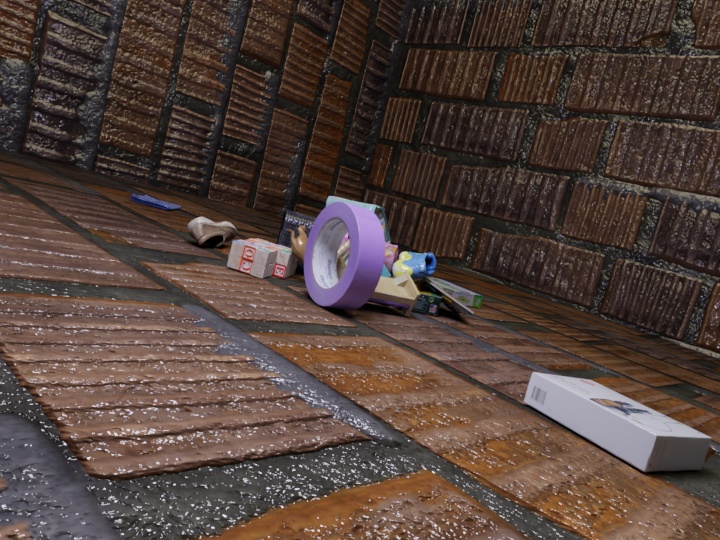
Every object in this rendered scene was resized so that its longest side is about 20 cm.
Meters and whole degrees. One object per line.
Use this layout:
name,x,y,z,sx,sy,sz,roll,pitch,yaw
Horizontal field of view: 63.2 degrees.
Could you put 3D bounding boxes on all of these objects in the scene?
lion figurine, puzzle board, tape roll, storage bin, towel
lion figurine,-0.110,-0.026,1.357,0.198,0.073,0.123,36,16,1
puzzle board,0.211,0.070,1.524,0.149,0.018,0.200,36,-3,-1
tape roll,-0.036,-0.028,1.154,0.064,0.207,0.198,11,8,-36
storage bin,-0.172,-0.079,1.548,0.091,0.140,0.200,14,6,-10
towel,-0.739,-0.249,2.122,0.140,0.025,0.200,16,6,-7

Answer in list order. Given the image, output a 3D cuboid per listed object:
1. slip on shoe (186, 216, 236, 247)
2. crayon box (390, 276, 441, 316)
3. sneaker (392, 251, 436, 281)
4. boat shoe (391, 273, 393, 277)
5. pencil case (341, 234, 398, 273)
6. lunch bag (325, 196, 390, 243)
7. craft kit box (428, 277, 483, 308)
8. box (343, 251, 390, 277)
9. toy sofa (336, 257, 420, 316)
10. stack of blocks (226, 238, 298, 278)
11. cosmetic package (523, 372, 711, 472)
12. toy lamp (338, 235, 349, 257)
slip on shoe,-0.373,-0.089,1.512,0.062,0.075,0.200,57,7,11
crayon box,0.103,0.055,1.495,0.124,0.052,0.199,12,7,-28
sneaker,0.145,-0.009,1.461,0.102,0.078,0.200,-12,11,16
boat shoe,0.121,0.031,1.719,0.065,0.074,0.198,40,-15,-28
pencil case,0.009,-0.057,1.653,0.194,0.090,0.087,17,6,5
lunch bag,-0.009,-0.136,1.737,0.166,0.124,0.203,16,-34,24
craft kit box,0.262,0.062,1.892,0.193,0.050,0.198,15,6,-36
box,0.000,0.000,1.516,0.050,0.082,0.199,53,-9,-23
toy sofa,0.024,0.050,1.280,0.195,0.099,0.084,12,31,-32
stack of blocks,-0.218,-0.027,1.347,0.112,0.060,0.200,17,6,5
cosmetic package,0.352,0.206,0.815,0.148,0.053,0.198,15,6,-35
toy lamp,-0.065,-0.040,1.506,0.057,0.060,0.199,18,38,28
